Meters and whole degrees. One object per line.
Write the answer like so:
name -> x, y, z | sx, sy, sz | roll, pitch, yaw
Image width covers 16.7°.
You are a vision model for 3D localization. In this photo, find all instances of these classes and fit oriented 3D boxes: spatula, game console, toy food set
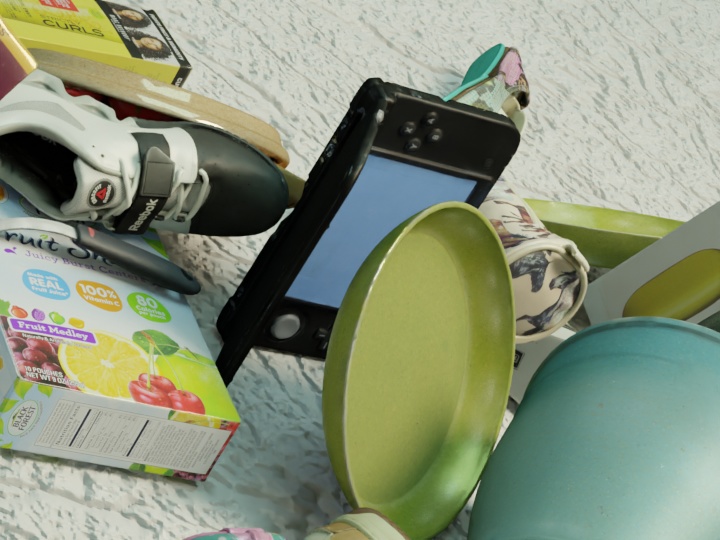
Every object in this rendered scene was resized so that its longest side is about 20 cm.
spatula -> -0.177, -0.021, 1.378 | 0.200, 0.021, 0.057 | 19, 25, -25
game console -> 0.000, 0.000, 1.451 | 0.176, 0.200, 0.116 | 13, 33, -35
toy food set -> -0.136, -0.090, 1.543 | 0.200, 0.049, 0.198 | 18, -3, -23

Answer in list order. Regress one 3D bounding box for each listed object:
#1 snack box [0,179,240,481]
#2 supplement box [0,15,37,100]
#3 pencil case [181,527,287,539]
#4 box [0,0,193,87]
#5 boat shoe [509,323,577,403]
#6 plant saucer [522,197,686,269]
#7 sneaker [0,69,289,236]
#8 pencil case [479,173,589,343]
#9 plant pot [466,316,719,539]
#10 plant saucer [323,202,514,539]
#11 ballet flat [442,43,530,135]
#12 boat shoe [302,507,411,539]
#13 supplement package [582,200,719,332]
snack box -> -0.165, 0.026, 1.393 | 0.142, 0.053, 0.200 | 15, 31, -34
supplement box -> -0.283, -0.123, 1.313 | 0.131, 0.103, 0.200 | 52, -23, -20
pencil case -> -0.035, 0.214, 1.184 | 0.087, 0.087, 0.200 | 11, 33, -36
box -> -0.215, -0.153, 1.645 | 0.200, 0.050, 0.075 | 7, 37, -40
boat shoe -> 0.116, 0.051, 1.634 | 0.200, 0.071, 0.064 | 32, 28, 3
plant saucer -> 0.176, -0.024, 1.788 | 0.200, 0.031, 0.200 | 8, 6, -1
sneaker -> -0.140, -0.051, 1.423 | 0.200, 0.074, 0.089 | 16, 29, -10
pencil case -> 0.078, -0.028, 1.582 | 0.078, 0.089, 0.200 | 33, 12, -34
plant pot -> 0.144, 0.158, 1.371 | 0.200, 0.200, 0.188 | 36, 40, 7
plant saucer -> 0.031, 0.058, 1.417 | 0.031, 0.200, 0.200 | 9, 14, 30
ballet flat -> 0.097, -0.123, 1.923 | 0.071, 0.069, 0.200 | 52, 26, -4
boat shoe -> 0.031, 0.212, 1.293 | 0.076, 0.072, 0.200 | -20, 48, -41
supplement package -> 0.286, 0.036, 1.650 | 0.151, 0.200, 0.152 | 3, 61, -47
